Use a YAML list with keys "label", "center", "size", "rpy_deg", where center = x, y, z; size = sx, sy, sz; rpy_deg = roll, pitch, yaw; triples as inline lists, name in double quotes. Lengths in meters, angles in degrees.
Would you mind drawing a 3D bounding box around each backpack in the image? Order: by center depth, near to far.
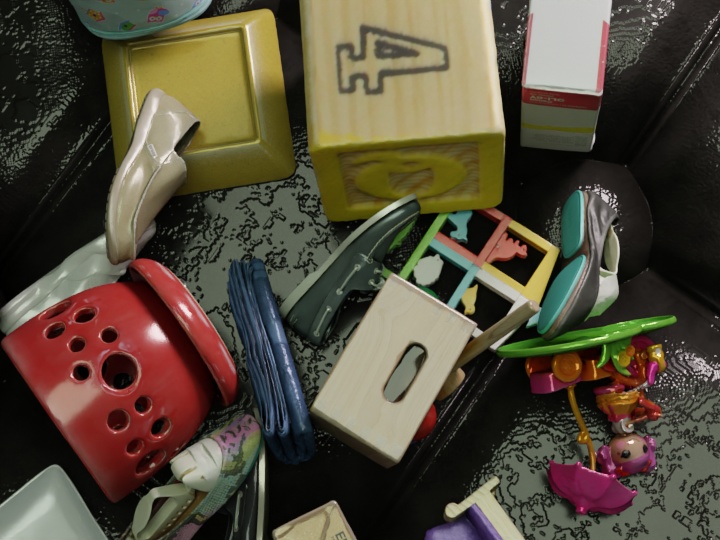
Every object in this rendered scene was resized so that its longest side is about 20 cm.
- label: "backpack"
  center: [-0.245, -0.343, 1.595]
  size: [0.175, 0.154, 0.201]
  rpy_deg: [-14, 52, -2]

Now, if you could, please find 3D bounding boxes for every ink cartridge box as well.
- label: "ink cartridge box"
  center: [-0.010, 0.334, 1.438]
  size: [0.075, 0.165, 0.201]
  rpy_deg: [-27, 78, -5]
- label: "ink cartridge box"
  center: [0.212, -0.220, 1.532]
  size: [0.083, 0.200, 0.146]
  rpy_deg: [5, 78, 7]

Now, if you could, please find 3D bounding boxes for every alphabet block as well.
- label: "alphabet block"
  center: [0.043, -0.183, 1.523]
  size: [0.195, 0.195, 0.201]
  rpy_deg: [-6, 70, 4]

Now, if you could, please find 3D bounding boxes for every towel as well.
- label: "towel"
  center: [-0.094, 0.095, 1.507]
  size: [0.048, 0.112, 0.201]
  rpy_deg: [-16, 65, -4]

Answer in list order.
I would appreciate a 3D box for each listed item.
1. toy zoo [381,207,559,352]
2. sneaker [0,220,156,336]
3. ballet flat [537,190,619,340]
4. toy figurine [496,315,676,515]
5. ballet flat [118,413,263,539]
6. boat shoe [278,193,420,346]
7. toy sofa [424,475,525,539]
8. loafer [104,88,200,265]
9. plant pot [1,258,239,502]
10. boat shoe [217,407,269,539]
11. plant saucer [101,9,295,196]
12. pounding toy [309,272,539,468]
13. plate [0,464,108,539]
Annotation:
- label: "toy zoo"
  center: [0.122, -0.004, 1.579]
  size: [0.199, 0.020, 0.132]
  rpy_deg: [32, 81, 9]
- label: "sneaker"
  center: [-0.288, 0.022, 1.577]
  size: [0.200, 0.075, 0.089]
  rpy_deg: [-38, 96, -4]
- label: "ballet flat"
  center: [0.236, 0.000, 1.523]
  size: [0.068, 0.068, 0.201]
  rpy_deg: [28, 53, -12]
- label: "toy figurine"
  center: [0.249, 0.153, 1.505]
  size: [0.199, 0.150, 0.185]
  rpy_deg: [-11, 91, -24]
- label: "ballet flat"
  center: [-0.177, 0.223, 1.485]
  size: [0.200, 0.071, 0.069]
  rpy_deg: [-51, 46, 16]
- label: "boat shoe"
  center: [0.000, 0.000, 1.534]
  size: [0.200, 0.073, 0.062]
  rpy_deg: [-43, 81, 21]
- label: "toy sofa"
  center: [0.153, 0.314, 1.477]
  size: [0.097, 0.083, 0.200]
  rpy_deg: [-35, 79, -6]
- label: "loafer"
  center: [-0.216, -0.096, 1.531]
  size: [0.068, 0.076, 0.201]
  rpy_deg: [14, 69, -1]
- label: "plant pot"
  center: [-0.234, 0.104, 1.489]
  size: [0.182, 0.201, 0.201]
  rpy_deg: [-35, 78, -15]
- label: "boat shoe"
  center: [-0.125, 0.241, 1.512]
  size: [0.062, 0.073, 0.202]
  rpy_deg: [0, 82, 0]
- label: "plant saucer"
  center: [-0.183, -0.189, 1.621]
  size: [0.198, 0.048, 0.201]
  rpy_deg: [-9, 77, 1]
- label: "pounding toy"
  center: [0.058, 0.095, 1.475]
  size: [0.142, 0.184, 0.201]
  rpy_deg: [31, 81, 3]
- label: "plate"
  center: [-0.335, 0.337, 1.514]
  size: [0.200, 0.032, 0.200]
  rpy_deg: [-38, 73, -5]
